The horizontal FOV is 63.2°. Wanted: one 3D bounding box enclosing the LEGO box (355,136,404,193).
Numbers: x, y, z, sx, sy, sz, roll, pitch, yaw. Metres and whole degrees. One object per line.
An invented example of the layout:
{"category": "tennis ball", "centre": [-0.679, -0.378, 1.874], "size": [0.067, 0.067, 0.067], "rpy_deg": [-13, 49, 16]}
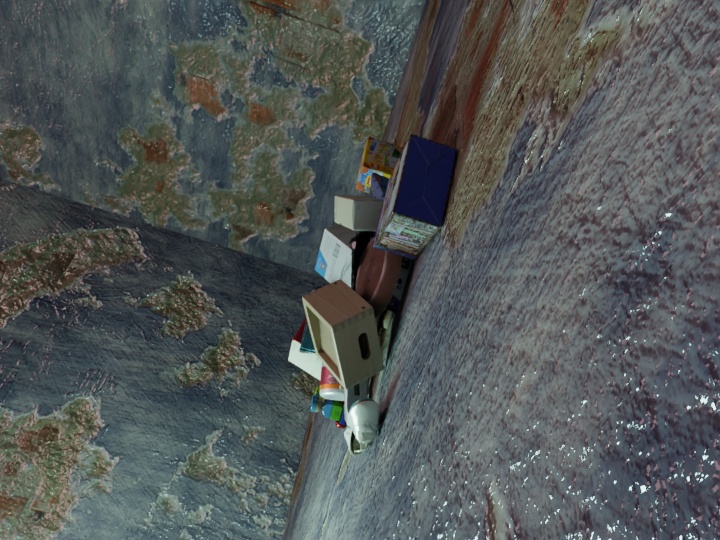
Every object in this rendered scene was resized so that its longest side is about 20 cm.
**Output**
{"category": "LEGO box", "centre": [0.072, -0.295, 1.705], "size": [0.202, 0.144, 0.079], "rpy_deg": [-81, 9, -54]}

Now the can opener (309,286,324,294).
{"category": "can opener", "centre": [-0.051, 0.095, 1.380], "size": [0.068, 0.198, 0.053], "rpy_deg": [-56, 46, 6]}

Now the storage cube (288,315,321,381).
{"category": "storage cube", "centre": [-0.096, 0.205, 1.722], "size": [0.182, 0.168, 0.201], "rpy_deg": [-57, -5, -28]}

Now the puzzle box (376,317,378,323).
{"category": "puzzle box", "centre": [0.032, 0.090, 1.460], "size": [0.201, 0.025, 0.137], "rpy_deg": [96, -179, -73]}

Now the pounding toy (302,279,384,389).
{"category": "pounding toy", "centre": [-0.023, 0.139, 1.278], "size": [0.183, 0.139, 0.205], "rpy_deg": [37, 144, 55]}

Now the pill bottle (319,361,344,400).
{"category": "pill bottle", "centre": [-0.044, 0.222, 1.492], "size": [0.113, 0.109, 0.206], "rpy_deg": [118, 157, -68]}

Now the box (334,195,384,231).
{"category": "box", "centre": [-0.005, -0.138, 1.375], "size": [0.200, 0.079, 0.071], "rpy_deg": [-142, 53, -74]}

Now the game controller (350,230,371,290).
{"category": "game controller", "centre": [0.000, 0.000, 1.419], "size": [0.105, 0.041, 0.206], "rpy_deg": [-69, -18, -62]}

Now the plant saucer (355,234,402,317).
{"category": "plant saucer", "centre": [0.034, 0.002, 1.294], "size": [0.200, 0.034, 0.207], "rpy_deg": [-165, 89, -70]}

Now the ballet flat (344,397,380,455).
{"category": "ballet flat", "centre": [0.005, 0.315, 1.149], "size": [0.202, 0.067, 0.071], "rpy_deg": [105, 178, -56]}

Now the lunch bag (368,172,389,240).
{"category": "lunch bag", "centre": [0.053, -0.108, 1.437], "size": [0.152, 0.091, 0.204], "rpy_deg": [-108, 32, -53]}

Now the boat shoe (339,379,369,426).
{"category": "boat shoe", "centre": [-0.010, 0.280, 1.374], "size": [0.087, 0.072, 0.206], "rpy_deg": [107, 166, -47]}

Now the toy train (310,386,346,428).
{"category": "toy train", "centre": [-0.084, 0.362, 1.671], "size": [0.200, 0.112, 0.087], "rpy_deg": [-100, 27, -79]}

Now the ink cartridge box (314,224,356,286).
{"category": "ink cartridge box", "centre": [-0.026, -0.015, 1.670], "size": [0.083, 0.199, 0.148], "rpy_deg": [-21, -40, -45]}

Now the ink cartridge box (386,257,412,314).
{"category": "ink cartridge box", "centre": [0.077, -0.014, 1.293], "size": [0.099, 0.038, 0.206], "rpy_deg": [-166, 90, -70]}

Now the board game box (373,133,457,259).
{"category": "board game box", "centre": [0.102, -0.136, 1.141], "size": [0.200, 0.094, 0.164], "rpy_deg": [121, 164, -73]}

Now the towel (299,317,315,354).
{"category": "towel", "centre": [-0.063, 0.164, 1.598], "size": [0.022, 0.193, 0.151], "rpy_deg": [69, -150, -59]}

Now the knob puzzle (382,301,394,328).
{"category": "knob puzzle", "centre": [0.076, 0.011, 1.395], "size": [0.220, 0.030, 0.227], "rpy_deg": [-164, 89, -86]}
